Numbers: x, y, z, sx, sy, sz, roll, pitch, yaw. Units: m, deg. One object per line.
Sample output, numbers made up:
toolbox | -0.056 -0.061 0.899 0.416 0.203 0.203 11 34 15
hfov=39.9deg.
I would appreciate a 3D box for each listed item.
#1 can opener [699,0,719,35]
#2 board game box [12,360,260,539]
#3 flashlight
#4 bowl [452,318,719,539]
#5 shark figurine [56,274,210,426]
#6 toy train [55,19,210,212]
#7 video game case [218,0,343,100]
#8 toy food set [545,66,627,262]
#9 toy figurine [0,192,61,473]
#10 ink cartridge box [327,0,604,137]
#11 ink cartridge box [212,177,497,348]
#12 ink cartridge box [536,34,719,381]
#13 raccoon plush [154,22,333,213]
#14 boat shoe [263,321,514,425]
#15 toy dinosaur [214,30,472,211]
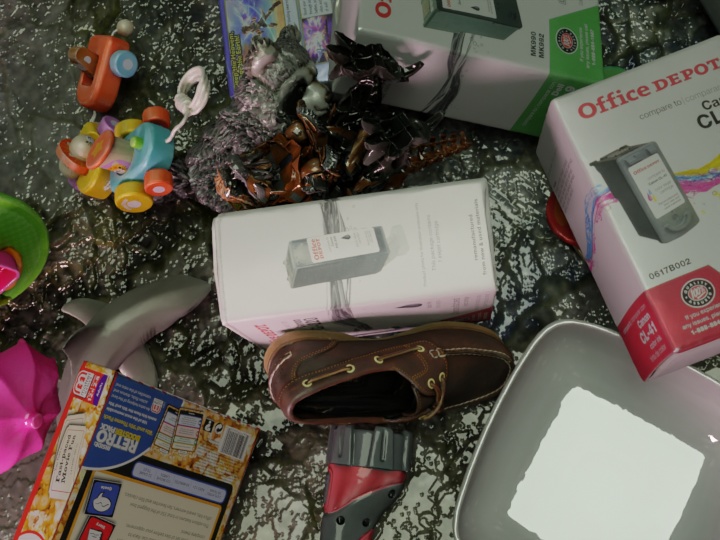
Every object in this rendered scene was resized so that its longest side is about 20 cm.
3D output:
can opener | 0.294 -0.221 0.830 0.066 0.052 0.202 -39 70 31
board game box | -0.168 0.187 0.718 0.046 0.151 0.203 8 73 43
flashlight | -0.001 0.219 0.739 0.067 0.067 0.204 -4 77 38
bowl | 0.182 0.157 0.727 0.197 0.075 0.202 27 81 12
shark figurine | -0.213 0.090 0.781 0.126 0.090 0.218 14 76 11
toy train | -0.203 -0.131 0.806 0.199 0.055 0.153 26 98 49
video game case | -0.035 -0.248 0.866 0.178 0.046 0.204 -9 75 2
toy food set | 0.246 -0.070 0.790 0.194 0.049 0.204 3 77 7
toy figurine | -0.303 0.074 0.748 0.199 0.149 0.186 -40 58 18
ink cartridge box | 0.081 -0.201 0.778 0.196 0.084 0.149 9 65 -13
ink cartridge box | 0.000 0.000 0.748 0.196 0.146 0.087 -6 78 5
ink cartridge box | 0.232 -0.044 0.708 0.145 0.086 0.203 -20 72 -5
raccoon plush | -0.115 -0.117 0.783 0.196 0.097 0.136 -6 116 5
boat shoe | 0.029 0.084 0.730 0.196 0.070 0.072 -3 117 -19
toy dinosaur | -0.007 -0.093 0.731 0.199 0.136 0.102 -33 75 -37
